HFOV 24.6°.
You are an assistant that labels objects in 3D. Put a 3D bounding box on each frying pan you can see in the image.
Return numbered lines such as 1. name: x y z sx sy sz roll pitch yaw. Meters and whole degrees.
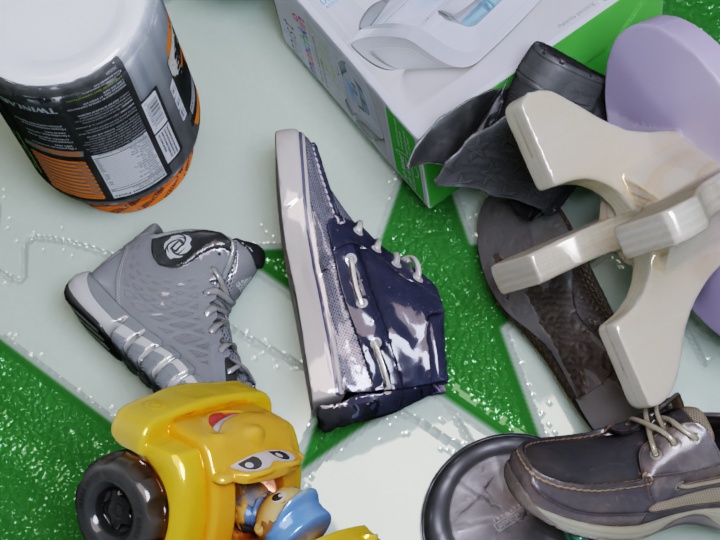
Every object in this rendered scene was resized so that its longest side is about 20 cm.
1. frying pan: 0.098 0.186 0.992 0.114 0.031 0.191 -11 65 3

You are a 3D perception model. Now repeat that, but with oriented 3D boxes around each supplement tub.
1. supplement tub: -0.170 -0.121 1.049 0.121 0.200 0.124 -2 68 4

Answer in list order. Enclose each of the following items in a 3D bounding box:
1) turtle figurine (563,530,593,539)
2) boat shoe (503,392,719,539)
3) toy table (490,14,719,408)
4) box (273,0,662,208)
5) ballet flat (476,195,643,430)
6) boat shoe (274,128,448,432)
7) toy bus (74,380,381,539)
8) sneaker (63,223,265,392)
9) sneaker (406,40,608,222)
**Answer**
1. turtle figurine: 0.089 0.247 0.925 0.150 0.101 0.200 40 93 25
2. boat shoe: 0.174 0.105 0.948 0.199 0.074 0.075 2 30 -27
3. toy table: 0.163 -0.032 0.942 0.117 0.184 0.201 -25 81 -27
4. box: 0.070 -0.174 1.096 0.199 0.097 0.177 -34 65 -10
5. ballet flat: 0.135 0.030 1.045 0.067 0.046 0.201 -38 61 15
6. boat shoe: 0.000 0.000 1.059 0.092 0.075 0.202 -9 75 -5
7. toy bus: -0.051 0.178 0.889 0.191 0.135 0.202 14 103 36
8. sneaker: -0.087 0.038 1.046 0.200 0.075 0.115 41 75 20
9. sneaker: 0.125 -0.077 1.038 0.060 0.199 0.105 42 106 41
